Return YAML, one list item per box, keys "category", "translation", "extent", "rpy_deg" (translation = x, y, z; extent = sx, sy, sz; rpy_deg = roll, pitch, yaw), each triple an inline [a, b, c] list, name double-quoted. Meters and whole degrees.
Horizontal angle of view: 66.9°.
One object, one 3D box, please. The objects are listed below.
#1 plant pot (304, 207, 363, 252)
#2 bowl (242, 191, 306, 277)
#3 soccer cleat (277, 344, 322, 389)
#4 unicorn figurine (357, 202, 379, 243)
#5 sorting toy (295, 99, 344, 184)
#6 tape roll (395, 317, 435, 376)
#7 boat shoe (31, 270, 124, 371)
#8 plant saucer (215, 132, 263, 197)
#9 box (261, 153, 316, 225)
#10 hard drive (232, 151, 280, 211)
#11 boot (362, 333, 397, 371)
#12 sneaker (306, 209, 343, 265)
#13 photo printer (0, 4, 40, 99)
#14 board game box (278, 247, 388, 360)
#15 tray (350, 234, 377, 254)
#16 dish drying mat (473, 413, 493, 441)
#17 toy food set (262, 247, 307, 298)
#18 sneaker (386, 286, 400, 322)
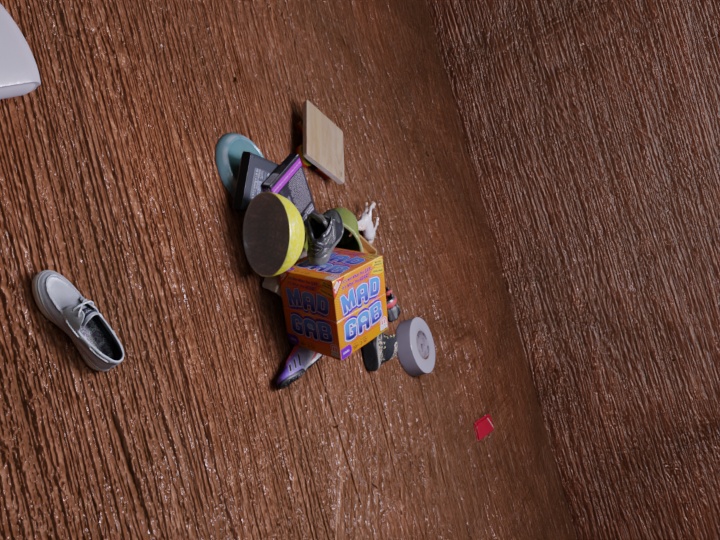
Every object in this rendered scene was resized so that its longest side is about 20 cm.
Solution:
- category: "plant pot"
  translation: [-0.074, -0.095, 1.621]
  extent: [0.204, 0.195, 0.192]
  rpy_deg: [59, 21, -21]
- category: "bowl"
  translation: [-0.196, -0.089, 1.353]
  extent: [0.106, 0.197, 0.208]
  rpy_deg: [-3, 77, -45]
- category: "soccer cleat"
  translation: [-0.166, 0.235, 1.408]
  extent: [0.074, 0.068, 0.199]
  rpy_deg: [51, 32, 2]
- category: "unicorn figurine"
  translation: [0.016, -0.166, 1.893]
  extent: [0.201, 0.072, 0.141]
  rpy_deg: [53, 45, -41]
- category: "sorting toy"
  translation: [-0.136, -0.402, 1.761]
  extent: [0.197, 0.068, 0.207]
  rpy_deg: [30, 51, -50]
- category: "tape roll"
  translation: [0.203, 0.280, 2.002]
  extent: [0.199, 0.065, 0.207]
  rpy_deg: [34, 47, -47]
- category: "boat shoe"
  translation: [-0.475, 0.082, 0.936]
  extent: [0.205, 0.070, 0.071]
  rpy_deg: [62, 32, -20]
- category: "plant saucer"
  translation: [-0.304, -0.272, 1.453]
  extent: [0.199, 0.027, 0.207]
  rpy_deg: [35, 47, -49]
- category: "box"
  translation: [-0.191, -0.193, 1.497]
  extent: [0.144, 0.035, 0.204]
  rpy_deg: [-56, 144, -36]
- category: "hard drive"
  translation: [-0.251, -0.217, 1.442]
  extent: [0.198, 0.032, 0.145]
  rpy_deg: [10, 91, -63]
- category: "boot"
  translation: [0.063, 0.210, 1.779]
  extent: [0.152, 0.071, 0.212]
  rpy_deg: [-5, 93, -61]
- category: "sneaker"
  translation: [-0.088, -0.118, 1.400]
  extent: [0.202, 0.073, 0.117]
  rpy_deg: [-67, 165, -49]
- category: "photo printer"
  translation: [-0.636, -0.360, 0.885]
  extent: [0.171, 0.068, 0.200]
  rpy_deg: [65, 31, -14]
- category: "board game box"
  translation: [-0.067, 0.076, 1.411]
  extent: [0.198, 0.195, 0.207]
  rpy_deg: [-27, 118, -45]
- category: "tray"
  translation: [0.000, 0.000, 1.699]
  extent: [0.098, 0.036, 0.206]
  rpy_deg: [39, 48, -38]
- category: "dish drying mat"
  translation: [0.552, 0.698, 2.433]
  extent: [0.198, 0.018, 0.080]
  rpy_deg: [3, 74, -59]
- category: "toy food set"
  translation: [-0.171, 0.025, 1.477]
  extent: [0.200, 0.059, 0.147]
  rpy_deg: [43, 64, -47]
- category: "sneaker"
  translation: [0.090, 0.118, 1.832]
  extent: [0.201, 0.069, 0.101]
  rpy_deg: [-120, -172, -78]
